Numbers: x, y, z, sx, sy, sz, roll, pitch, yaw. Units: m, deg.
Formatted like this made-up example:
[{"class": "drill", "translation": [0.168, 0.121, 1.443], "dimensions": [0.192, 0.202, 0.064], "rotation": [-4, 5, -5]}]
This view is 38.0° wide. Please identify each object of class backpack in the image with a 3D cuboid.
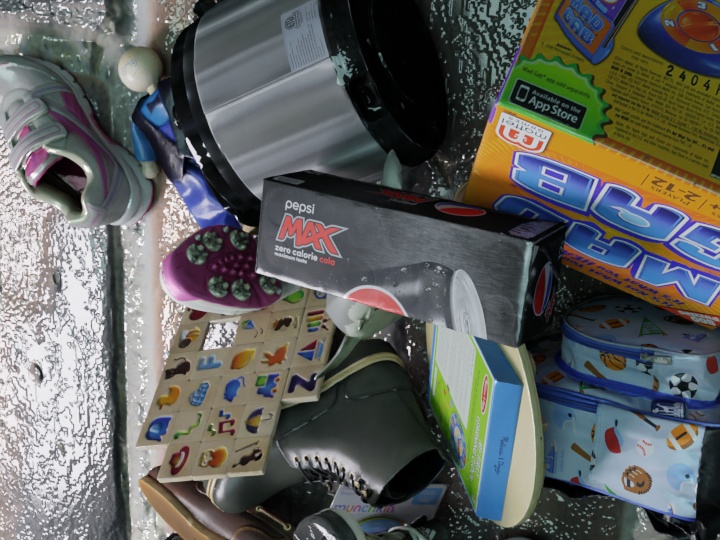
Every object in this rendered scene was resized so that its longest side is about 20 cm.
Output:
[{"class": "backpack", "translation": [0.204, 0.101, 0.784], "dimensions": [0.188, 0.199, 0.157], "rotation": [0, 95, 31]}]

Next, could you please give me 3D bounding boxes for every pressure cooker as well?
[{"class": "pressure cooker", "translation": [-0.052, -0.139, 0.807], "dimensions": [0.198, 0.178, 0.179], "rotation": [-19, 128, 25]}]

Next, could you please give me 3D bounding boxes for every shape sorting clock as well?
[{"class": "shape sorting clock", "translation": [0.090, 0.088, 0.775], "dimensions": [0.039, 0.200, 0.204], "rotation": [-7, 104, -12]}]

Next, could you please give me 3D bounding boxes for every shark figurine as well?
[{"class": "shark figurine", "translation": [-0.008, 0.002, 0.802], "dimensions": [0.128, 0.215, 0.090], "rotation": [-39, 77, -16]}]

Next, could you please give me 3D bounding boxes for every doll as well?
[{"class": "doll", "translation": [-0.147, -0.113, 0.921], "dimensions": [0.136, 0.048, 0.201], "rotation": [-38, 83, 30]}]

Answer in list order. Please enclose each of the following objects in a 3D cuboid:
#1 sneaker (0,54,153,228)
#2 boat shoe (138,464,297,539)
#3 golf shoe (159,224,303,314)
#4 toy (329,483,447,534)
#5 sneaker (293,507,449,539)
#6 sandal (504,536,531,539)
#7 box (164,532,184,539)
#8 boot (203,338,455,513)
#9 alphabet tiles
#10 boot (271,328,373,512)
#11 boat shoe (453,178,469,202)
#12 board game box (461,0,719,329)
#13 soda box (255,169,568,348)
[{"class": "sneaker", "translation": [-0.280, -0.117, 0.946], "dimensions": [0.200, 0.088, 0.082], "rotation": [44, 114, 4]}, {"class": "boat shoe", "translation": [-0.131, 0.233, 0.987], "dimensions": [0.198, 0.070, 0.071], "rotation": [25, 145, 38]}, {"class": "golf shoe", "translation": [-0.101, 0.009, 0.859], "dimensions": [0.091, 0.199, 0.076], "rotation": [-33, 78, 30]}, {"class": "toy", "translation": [0.005, 0.284, 0.942], "dimensions": [0.047, 0.114, 0.202], "rotation": [52, 127, 49]}, {"class": "sneaker", "translation": [0.016, 0.218, 0.833], "dimensions": [0.076, 0.115, 0.202], "rotation": [43, 157, 30]}, {"class": "sandal", "translation": [0.083, 0.315, 0.908], "dimensions": [0.205, 0.059, 0.080], "rotation": [-36, 84, 7]}, {"class": "box", "translation": [-0.113, 0.363, 1.036], "dimensions": [0.155, 0.050, 0.204], "rotation": [-4, 102, 21]}, {"class": "boot", "translation": [-0.030, 0.160, 0.840], "dimensions": [0.199, 0.139, 0.077], "rotation": [-41, 131, 6]}, {"class": "alphabet tiles", "translation": [-0.103, 0.091, 0.893], "dimensions": [0.165, 0.202, 0.008], "rotation": [-9, 135, 22]}, {"class": "boot", "translation": [-0.055, 0.165, 0.953], "dimensions": [0.174, 0.069, 0.200], "rotation": [43, 112, 5]}, {"class": "boat shoe", "translation": [0.104, 0.026, 0.860], "dimensions": [0.070, 0.064, 0.204], "rotation": [0, 104, 20]}, {"class": "board game box", "translation": [0.197, -0.112, 0.664], "dimensions": [0.197, 0.200, 0.202], "rotation": [23, 76, 6]}, {"class": "soda box", "translation": [0.029, -0.012, 0.683], "dimensions": [0.197, 0.063, 0.072], "rotation": [15, 107, 28]}]
